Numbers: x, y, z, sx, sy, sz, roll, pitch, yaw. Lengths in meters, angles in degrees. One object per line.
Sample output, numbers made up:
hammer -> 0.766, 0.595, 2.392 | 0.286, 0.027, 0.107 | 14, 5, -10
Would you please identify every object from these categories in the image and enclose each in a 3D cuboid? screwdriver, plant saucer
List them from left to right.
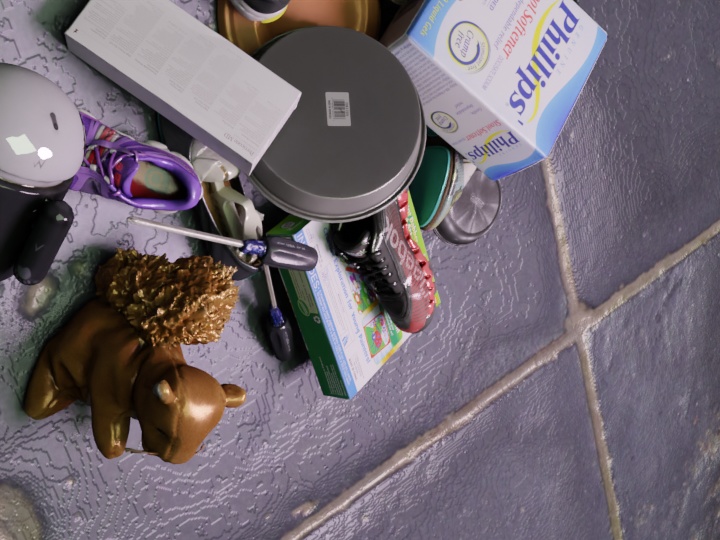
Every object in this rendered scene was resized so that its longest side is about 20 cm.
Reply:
screwdriver -> -0.123, -0.023, 1.009 | 0.198, 0.028, 0.029 | 7, 79, -37
screwdriver -> -0.094, 0.027, 1.119 | 0.029, 0.028, 0.201 | -17, 139, -3
plant saucer -> -0.053, -0.263, 1.124 | 0.199, 0.037, 0.203 | -10, 105, -37

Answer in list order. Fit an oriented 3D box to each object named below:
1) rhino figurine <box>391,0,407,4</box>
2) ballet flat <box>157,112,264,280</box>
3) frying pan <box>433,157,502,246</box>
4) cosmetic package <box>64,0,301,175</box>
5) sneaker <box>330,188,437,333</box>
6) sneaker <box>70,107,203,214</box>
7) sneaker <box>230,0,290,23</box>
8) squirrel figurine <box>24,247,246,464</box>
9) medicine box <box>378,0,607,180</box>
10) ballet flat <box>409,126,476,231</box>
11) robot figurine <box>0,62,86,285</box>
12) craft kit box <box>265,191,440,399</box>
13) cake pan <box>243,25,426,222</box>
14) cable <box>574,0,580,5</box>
rhino figurine -> 0.024, -0.383, 1.134 | 0.059, 0.088, 0.202 | -16, 115, 8
ballet flat -> -0.135, -0.081, 1.078 | 0.073, 0.073, 0.202 | -31, 117, -29
frying pan -> 0.156, -0.107, 1.333 | 0.190, 0.031, 0.116 | -40, 122, -21
cosmetic package -> -0.159, -0.178, 0.989 | 0.199, 0.051, 0.083 | 35, 74, -4
sneaker -> 0.019, -0.017, 1.123 | 0.098, 0.070, 0.202 | -38, 119, -44
sneaker -> -0.232, -0.100, 0.975 | 0.198, 0.083, 0.082 | 12, 95, -23
sneaker -> -0.121, -0.323, 1.006 | 0.074, 0.084, 0.200 | -44, 108, -14
squirrel figurine -> -0.186, 0.077, 0.997 | 0.141, 0.186, 0.202 | 17, 89, -39
medicine box -> 0.136, -0.234, 1.175 | 0.199, 0.103, 0.183 | 37, 66, -16
ballet flat -> 0.099, -0.146, 1.253 | 0.071, 0.069, 0.203 | -2, 96, -40
robot figurine -> -0.302, -0.071, 0.885 | 0.149, 0.125, 0.201 | 29, 116, -18
craft kit box -> 0.000, 0.000, 1.190 | 0.197, 0.048, 0.202 | -40, 123, -40
cake pan -> -0.028, -0.148, 1.058 | 0.198, 0.037, 0.203 | 3, 77, -12
cable -> 0.202, -0.346, 1.307 | 0.163, 0.051, 0.201 | 34, 83, -33
